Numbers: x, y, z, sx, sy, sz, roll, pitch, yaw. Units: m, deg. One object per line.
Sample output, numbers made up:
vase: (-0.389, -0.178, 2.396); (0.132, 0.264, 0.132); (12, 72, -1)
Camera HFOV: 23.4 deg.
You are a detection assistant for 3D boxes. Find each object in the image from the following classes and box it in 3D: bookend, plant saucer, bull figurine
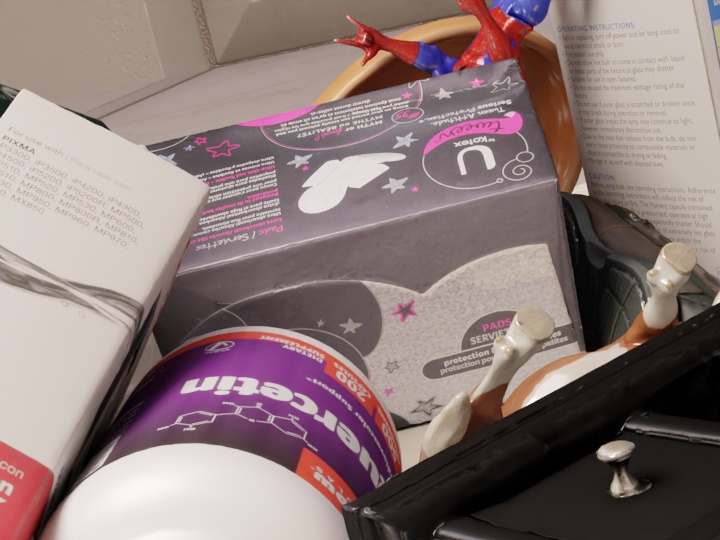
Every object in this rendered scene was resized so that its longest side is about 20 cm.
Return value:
bookend: (0.137, 0.081, 0.489); (0.200, 0.092, 0.198); (-24, 16, -33)
plant saucer: (0.037, -0.059, 0.989); (0.200, 0.201, 0.037); (-19, 44, -20)
bull figurine: (0.099, 0.051, 0.663); (0.200, 0.122, 0.065); (-30, 60, -27)

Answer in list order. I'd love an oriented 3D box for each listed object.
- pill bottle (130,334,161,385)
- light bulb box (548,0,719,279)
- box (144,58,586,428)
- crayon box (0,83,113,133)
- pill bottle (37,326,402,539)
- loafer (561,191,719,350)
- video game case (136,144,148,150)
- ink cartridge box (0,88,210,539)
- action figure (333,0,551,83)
pill bottle: (-0.085, 0.000, 1.041); (0.200, 0.113, 0.113); (-23, 15, -35)
light bulb box: (0.224, -0.105, 0.953); (0.198, 0.201, 0.125); (-21, 14, -29)
box: (0.000, 0.000, 0.851); (0.199, 0.132, 0.115); (-13, 37, 3)
crayon box: (-0.200, 0.007, 0.789); (0.200, 0.051, 0.127); (-49, -23, 11)
pill bottle: (-0.045, 0.096, 0.580); (0.112, 0.113, 0.200); (-13, 13, 7)
loafer: (0.140, 0.009, 0.894); (0.063, 0.072, 0.200); (3, 16, -12)
video game case: (-0.185, 0.025, 0.737); (0.200, 0.018, 0.143); (-24, -24, -35)
ink cartridge box: (-0.136, 0.057, 0.602); (0.083, 0.147, 0.200); (25, 42, -3)
action figure: (0.064, -0.152, 0.879); (0.099, 0.201, 0.065); (20, 5, -31)
